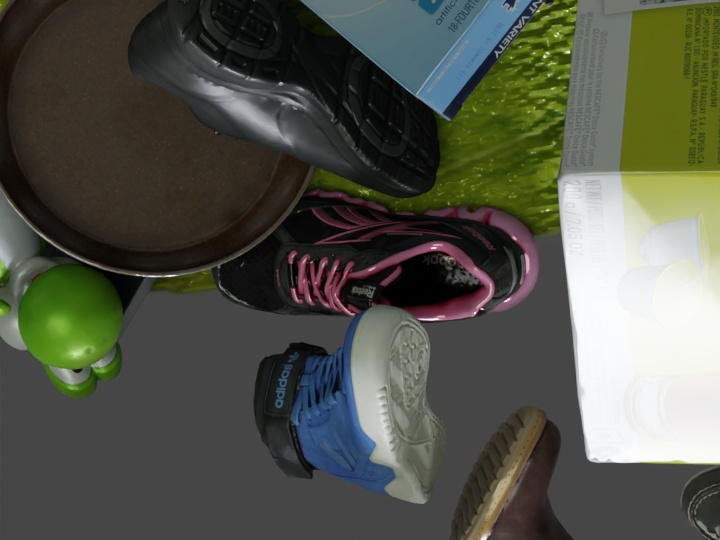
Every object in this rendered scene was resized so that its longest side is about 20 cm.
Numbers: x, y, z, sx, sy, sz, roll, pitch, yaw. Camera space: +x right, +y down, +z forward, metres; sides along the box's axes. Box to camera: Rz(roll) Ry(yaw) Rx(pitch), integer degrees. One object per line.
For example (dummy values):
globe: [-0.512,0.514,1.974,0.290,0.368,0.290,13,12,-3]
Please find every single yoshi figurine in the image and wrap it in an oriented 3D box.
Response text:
yoshi figurine: [-0.201,-0.016,0.992,0.112,0.112,0.200,-33,98,15]

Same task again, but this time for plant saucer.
plant saucer: [-0.121,-0.093,0.979,0.200,0.034,0.200,2,80,-12]

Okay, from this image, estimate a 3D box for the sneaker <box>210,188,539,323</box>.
sneaker: [0.000,0.000,0.987,0.200,0.095,0.079,-1,107,17]

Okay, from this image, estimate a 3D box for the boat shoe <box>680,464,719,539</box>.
boat shoe: [0.285,0.157,0.976,0.200,0.057,0.067,12,108,11]

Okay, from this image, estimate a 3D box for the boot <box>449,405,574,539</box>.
boot: [0.134,0.191,1.034,0.166,0.072,0.200,18,109,-3]

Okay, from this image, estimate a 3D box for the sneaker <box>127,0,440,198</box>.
sneaker: [-0.040,-0.099,0.947,0.200,0.076,0.091,32,149,-28]

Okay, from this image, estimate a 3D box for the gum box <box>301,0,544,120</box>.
gum box: [0.025,-0.204,0.874,0.200,0.045,0.170,44,100,30]

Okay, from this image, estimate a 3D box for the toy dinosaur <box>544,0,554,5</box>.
toy dinosaur: [0.040,-0.195,0.926,0.200,0.102,0.136,-25,81,41]

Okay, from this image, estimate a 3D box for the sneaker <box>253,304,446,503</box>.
sneaker: [-0.017,0.073,0.978,0.111,0.200,0.077,12,68,15]

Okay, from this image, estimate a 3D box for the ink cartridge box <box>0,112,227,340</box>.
ink cartridge box: [-0.150,-0.054,1.041,0.099,0.039,0.200,34,111,4]

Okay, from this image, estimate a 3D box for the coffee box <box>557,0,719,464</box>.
coffee box: [0.204,-0.045,0.788,0.198,0.200,0.200,1,138,13]
